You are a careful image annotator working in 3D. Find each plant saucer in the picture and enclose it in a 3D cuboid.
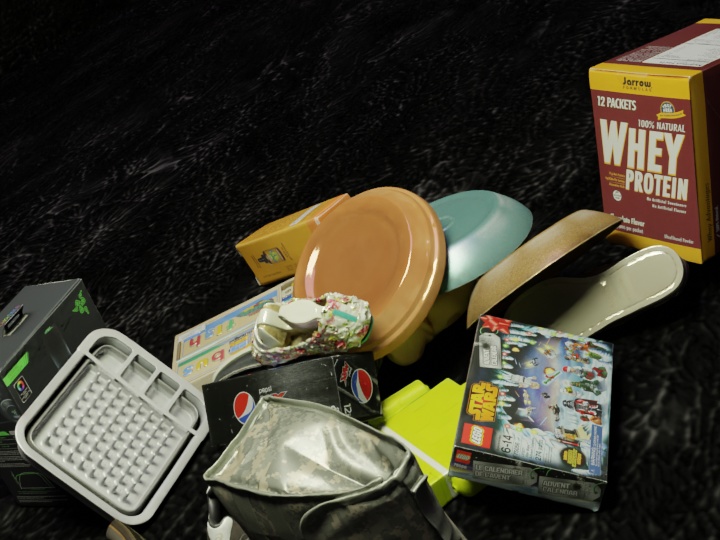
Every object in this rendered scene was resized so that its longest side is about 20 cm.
[{"bbox_3d":[0.000,0.000,1.316,0.199,0.037,0.202,-21,54,32],"label":"plant saucer"},{"bbox_3d":[0.184,-0.008,1.307,0.199,0.036,0.200,-34,-8,-5],"label":"plant saucer"},{"bbox_3d":[0.090,-0.036,1.361,0.198,0.036,0.200,-24,21,10],"label":"plant saucer"}]

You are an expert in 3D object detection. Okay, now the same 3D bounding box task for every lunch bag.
[{"bbox_3d":[-0.005,0.207,1.041,0.198,0.165,0.118,4,46,42],"label":"lunch bag"}]

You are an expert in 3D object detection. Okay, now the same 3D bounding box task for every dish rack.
[{"bbox_3d":[-0.266,0.173,1.341,0.044,0.171,0.201,-49,6,40],"label":"dish rack"}]

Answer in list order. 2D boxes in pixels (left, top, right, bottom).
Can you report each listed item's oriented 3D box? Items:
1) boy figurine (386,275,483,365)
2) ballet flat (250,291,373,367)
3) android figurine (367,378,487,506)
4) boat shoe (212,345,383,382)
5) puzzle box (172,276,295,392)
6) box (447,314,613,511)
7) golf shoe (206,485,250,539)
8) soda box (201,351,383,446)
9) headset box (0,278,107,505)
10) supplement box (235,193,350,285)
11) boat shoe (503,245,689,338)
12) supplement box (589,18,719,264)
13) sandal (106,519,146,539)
[{"bbox_3d":[0.081,0.038,1.382,0.200,0.065,0.124,-39,3,-37],"label":"boy figurine"},{"bbox_3d":[-0.066,0.053,1.269,0.199,0.064,0.077,-17,55,49],"label":"ballet flat"},{"bbox_3d":[0.073,0.166,1.202,0.199,0.041,0.182,-30,29,-18],"label":"android figurine"},{"bbox_3d":[-0.075,0.117,1.360,0.197,0.072,0.068,-11,28,15],"label":"boat shoe"},{"bbox_3d":[-0.137,0.079,1.496,0.198,0.026,0.133,-27,27,8],"label":"puzzle box"},{"bbox_3d":[0.161,0.125,1.149,0.135,0.040,0.201,12,35,5],"label":"box"},{"bbox_3d":[-0.098,0.211,1.189,0.077,0.095,0.201,-15,27,15],"label":"golf shoe"},{"bbox_3d":[-0.072,0.132,1.269,0.199,0.072,0.063,-15,-7,41],"label":"soda box"},{"bbox_3d":[-0.352,0.131,1.399,0.092,0.202,0.175,-7,30,28],"label":"headset box"},{"bbox_3d":[-0.075,-0.037,1.579,0.069,0.067,0.199,-42,16,-36],"label":"supplement box"},{"bbox_3d":[0.245,0.031,1.291,0.198,0.073,0.059,-25,-15,23],"label":"boat shoe"},{"bbox_3d":[0.366,-0.143,1.327,0.199,0.200,0.132,-25,25,-32],"label":"supplement box"},{"bbox_3d":[-0.196,0.292,1.139,0.055,0.082,0.199,-47,35,-11],"label":"sandal"}]
